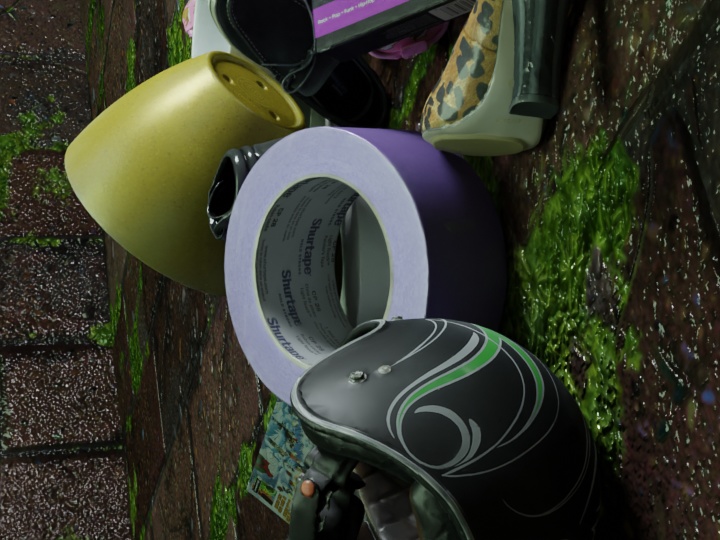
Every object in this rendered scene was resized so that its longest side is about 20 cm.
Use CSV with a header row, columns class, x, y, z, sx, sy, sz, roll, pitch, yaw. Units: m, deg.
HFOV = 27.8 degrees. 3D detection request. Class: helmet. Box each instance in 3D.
class,x,y,z,sx,sy,sz,roll,pitch,yaw
helmet,0.043,0.121,0.855,0.199,0.191,0.201,12,114,28

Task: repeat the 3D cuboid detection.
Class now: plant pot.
class,x,y,z,sx,sy,sz,roll,pitch,yaw
plant pot,-0.126,-0.098,1.224,0.142,0.199,0.200,-49,36,22

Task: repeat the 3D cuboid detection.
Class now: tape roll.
class,x,y,z,sx,sy,sz,roll,pitch,yaw
tape roll,0.000,0.000,1.021,0.199,0.085,0.201,4,96,44
tape roll,0.003,-0.010,1.184,0.202,0.070,0.204,177,90,-74

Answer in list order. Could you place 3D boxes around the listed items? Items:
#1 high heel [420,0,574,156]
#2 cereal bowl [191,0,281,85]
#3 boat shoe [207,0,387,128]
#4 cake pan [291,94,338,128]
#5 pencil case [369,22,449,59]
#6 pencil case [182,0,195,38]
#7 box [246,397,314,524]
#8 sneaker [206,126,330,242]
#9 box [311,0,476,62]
class,x,y,z,sx,sy,sz,roll,pitch,yaw
high heel,0.088,-0.151,0.912,0.200,0.071,0.143,156,121,-73
cereal bowl,-0.103,-0.220,1.366,0.200,0.083,0.201,-179,90,-73
boat shoe,-0.044,-0.178,1.183,0.075,0.200,0.062,-50,41,0
cake pan,-0.041,-0.121,1.376,0.200,0.037,0.202,178,90,-73
pencil case,0.005,-0.228,1.135,0.083,0.086,0.200,-54,27,11
pencil case,-0.141,-0.322,1.588,0.200,0.082,0.087,123,142,-61
box,-0.015,0.164,1.183,0.137,0.040,0.200,38,144,12
sneaker,-0.076,-0.021,1.155,0.071,0.099,0.201,-119,30,-53
box,0.025,-0.262,1.012,0.142,0.036,0.201,-16,74,33
